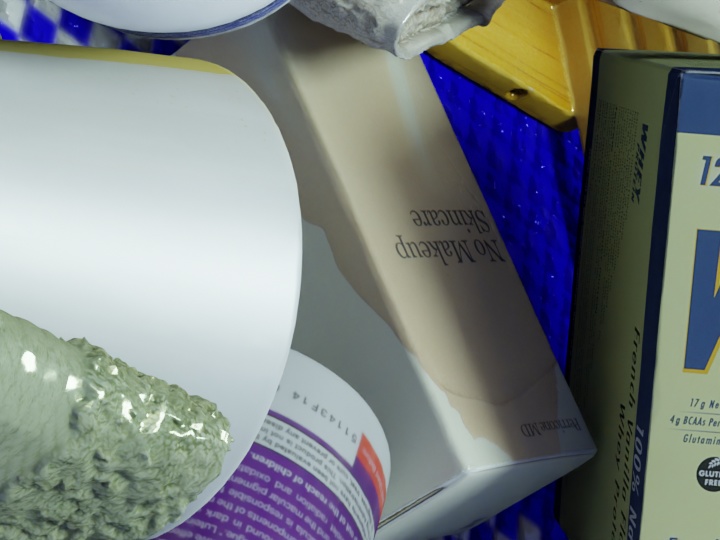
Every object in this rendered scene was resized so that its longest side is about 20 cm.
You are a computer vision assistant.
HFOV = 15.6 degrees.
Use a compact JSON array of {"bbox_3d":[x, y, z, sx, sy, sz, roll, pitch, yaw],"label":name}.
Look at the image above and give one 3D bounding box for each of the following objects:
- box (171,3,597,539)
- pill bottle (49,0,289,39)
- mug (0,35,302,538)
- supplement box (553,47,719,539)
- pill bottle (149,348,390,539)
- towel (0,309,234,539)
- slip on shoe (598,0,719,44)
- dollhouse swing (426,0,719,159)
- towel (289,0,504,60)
[{"bbox_3d":[0.000,0.000,0.992,0.095,0.078,0.201,-4,66,-53],"label":"box"},{"bbox_3d":[-0.055,-0.127,0.748,0.200,0.119,0.120,-113,179,-85],"label":"pill bottle"},{"bbox_3d":[-0.132,-0.008,0.770,0.153,0.186,0.150,12,97,-40],"label":"mug"},{"bbox_3d":[0.158,0.022,0.988,0.200,0.133,0.201,-120,-146,-83],"label":"supplement box"},{"bbox_3d":[-0.064,0.126,0.854,0.111,0.111,0.201,46,42,-29],"label":"pill bottle"},{"bbox_3d":[-0.145,0.071,0.708,0.148,0.200,0.037,30,36,-42],"label":"towel"},{"bbox_3d":[0.078,-0.136,0.970,0.076,0.199,0.061,-55,163,-70],"label":"slip on shoe"},{"bbox_3d":[0.131,-0.093,1.132,0.181,0.199,0.177,26,55,-43],"label":"dollhouse swing"},{"bbox_3d":[-0.012,-0.132,1.017,0.132,0.035,0.200,26,20,12],"label":"towel"}]
